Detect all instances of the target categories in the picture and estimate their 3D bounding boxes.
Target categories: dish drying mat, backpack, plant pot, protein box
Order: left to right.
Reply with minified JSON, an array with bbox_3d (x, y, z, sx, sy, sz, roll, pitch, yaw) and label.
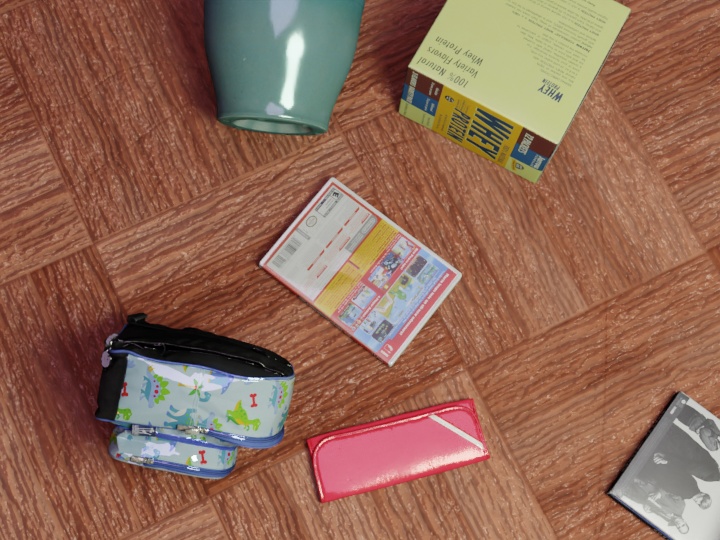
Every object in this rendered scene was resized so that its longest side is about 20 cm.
[{"bbox_3d":[-0.177,0.141,1.317,0.200,0.183,0.147,9,97,-3],"label":"backpack"},{"bbox_3d":[-0.095,-0.261,1.436,0.200,0.200,0.188,5,89,-1],"label":"plant pot"},{"bbox_3d":[0.043,0.205,1.385,0.200,0.018,0.077,-13,76,-6],"label":"dish drying mat"},{"bbox_3d":[0.182,-0.252,1.463,0.198,0.135,0.200,28,74,5],"label":"protein box"}]

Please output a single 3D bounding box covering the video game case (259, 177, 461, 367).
[{"bbox_3d":[0.000,0.000,1.444,0.200,0.017,0.143,37,76,9],"label":"video game case"}]

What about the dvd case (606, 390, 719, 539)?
[{"bbox_3d":[0.405,0.256,1.381,0.200,0.025,0.150,37,76,7],"label":"dvd case"}]
